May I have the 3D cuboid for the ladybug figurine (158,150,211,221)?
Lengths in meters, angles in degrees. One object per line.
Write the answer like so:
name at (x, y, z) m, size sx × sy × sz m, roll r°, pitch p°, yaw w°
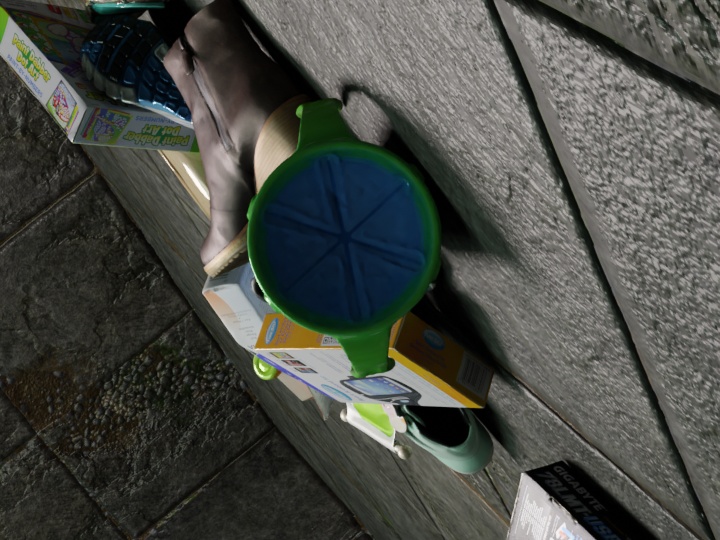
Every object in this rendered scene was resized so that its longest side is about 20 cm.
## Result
ladybug figurine at (-0.162, -0.120, 1.576) m, size 0.200 × 0.072 × 0.136 m, roll 52°, pitch 173°, yaw 26°

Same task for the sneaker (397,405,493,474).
sneaker at (0.043, 0.108, 1.443) m, size 0.200 × 0.074 × 0.118 m, roll 39°, pitch 173°, yaw 20°

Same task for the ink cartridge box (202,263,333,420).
ink cartridge box at (-0.074, 0.028, 1.515) m, size 0.050 × 0.163 × 0.201 m, roll -8°, pitch 132°, yaw 24°

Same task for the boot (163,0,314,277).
boot at (-0.108, -0.104, 1.230) m, size 0.167 × 0.072 × 0.200 m, roll 55°, pitch 136°, yaw 11°

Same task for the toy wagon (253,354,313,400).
toy wagon at (-0.068, 0.035, 1.577) m, size 0.155 × 0.039 × 0.201 m, roll -5°, pitch -106°, yaw -56°

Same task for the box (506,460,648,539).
box at (0.187, 0.294, 1.230) m, size 0.198 × 0.049 × 0.201 m, roll 41°, pitch 131°, yaw 45°

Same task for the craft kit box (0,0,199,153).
craft kit box at (-0.237, -0.186, 1.454) m, size 0.199 × 0.049 × 0.198 m, roll 0°, pitch -140°, yaw -47°

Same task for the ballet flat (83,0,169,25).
ballet flat at (-0.223, -0.264, 1.394) m, size 0.200 × 0.075 × 0.065 m, roll -171°, pitch 77°, yaw -69°

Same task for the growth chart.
growth chart at (-0.013, 0.078, 1.423) m, size 0.144 × 0.018 × 0.201 m, roll 12°, pitch 126°, yaw 64°

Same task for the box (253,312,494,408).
box at (0.002, 0.075, 1.287) m, size 0.199 × 0.042 × 0.119 m, roll 0°, pitch 153°, yaw 47°

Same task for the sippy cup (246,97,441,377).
sippy cup at (-0.010, -0.023, 1.093) m, size 0.139 × 0.179 × 0.130 m, roll 23°, pitch -179°, yaw 0°

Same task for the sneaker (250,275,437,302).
sneaker at (-0.017, 0.008, 1.237) m, size 0.199 × 0.090 × 0.079 m, roll -1°, pitch 126°, yaw 53°

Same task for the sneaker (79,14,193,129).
sneaker at (-0.165, -0.162, 1.364) m, size 0.199 × 0.075 × 0.087 m, roll 28°, pitch 176°, yaw 19°
